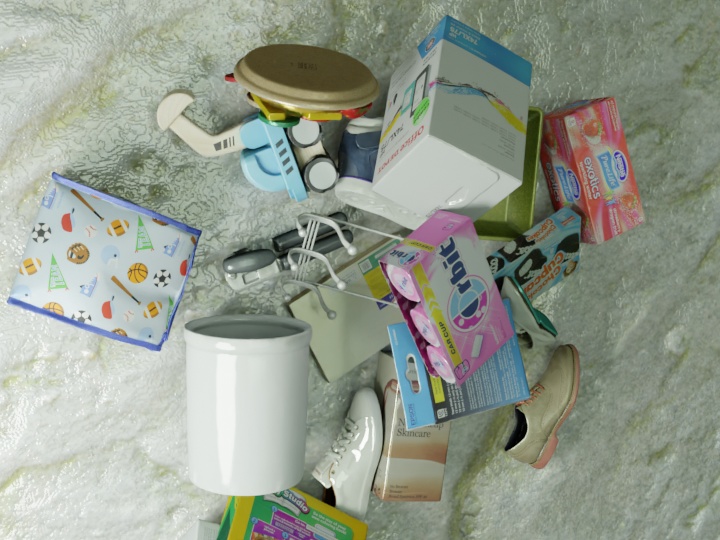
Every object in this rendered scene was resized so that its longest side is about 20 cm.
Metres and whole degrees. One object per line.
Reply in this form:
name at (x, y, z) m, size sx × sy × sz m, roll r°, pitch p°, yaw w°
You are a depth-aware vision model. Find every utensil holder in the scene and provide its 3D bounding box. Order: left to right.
utensil holder at (-0.148, 0.172, 1.234) m, size 0.167 × 0.170 × 0.204 m, roll -1°, pitch 97°, yaw -22°

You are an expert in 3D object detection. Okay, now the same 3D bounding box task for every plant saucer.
plant saucer at (0.168, -0.149, 1.391) m, size 0.196 × 0.048 × 0.204 m, roll 3°, pitch 94°, yaw -22°

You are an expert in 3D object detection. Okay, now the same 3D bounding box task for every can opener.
can opener at (-0.097, -0.025, 1.292) m, size 0.197 × 0.066 × 0.054 m, roll -23°, pitch 103°, yaw -23°

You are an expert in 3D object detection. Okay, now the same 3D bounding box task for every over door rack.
over door rack at (0.000, 0.000, 1.254) m, size 0.196 × 0.149 × 0.067 m, roll 6°, pitch 49°, yaw -13°

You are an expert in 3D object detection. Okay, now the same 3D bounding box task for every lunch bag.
lunch bag at (-0.314, -0.006, 1.172) m, size 0.197 × 0.124 × 0.173 m, roll 19°, pitch 88°, yaw -15°

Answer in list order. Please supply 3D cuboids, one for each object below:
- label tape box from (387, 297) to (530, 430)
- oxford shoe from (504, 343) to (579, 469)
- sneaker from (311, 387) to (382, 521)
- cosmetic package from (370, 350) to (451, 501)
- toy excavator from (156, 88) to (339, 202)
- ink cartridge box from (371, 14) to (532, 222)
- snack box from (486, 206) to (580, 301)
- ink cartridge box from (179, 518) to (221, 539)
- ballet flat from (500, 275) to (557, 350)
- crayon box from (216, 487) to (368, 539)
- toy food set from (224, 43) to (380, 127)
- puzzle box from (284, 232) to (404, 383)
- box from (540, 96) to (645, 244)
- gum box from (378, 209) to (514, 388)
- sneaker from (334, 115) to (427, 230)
label tape box at (0.127, 0.129, 1.303) m, size 0.197 × 0.066 × 0.146 m, roll -11°, pitch 86°, yaw -23°
oxford shoe at (0.285, 0.207, 1.468) m, size 0.074 × 0.070 × 0.204 m, roll 19°, pitch 87°, yaw -17°
sneaker at (-0.022, 0.267, 1.346) m, size 0.083 × 0.073 × 0.204 m, roll 7°, pitch 95°, yaw -25°
cosmetic package at (0.073, 0.227, 1.373) m, size 0.101 × 0.087 × 0.204 m, roll 4°, pitch 94°, yaw -21°
toy excavator at (-0.148, -0.168, 1.240) m, size 0.197 × 0.100 × 0.197 m, roll -22°, pitch 111°, yaw -3°
ink cartridge box at (0.120, -0.186, 1.220) m, size 0.144 × 0.146 × 0.203 m, roll 23°, pitch 56°, yaw -20°
snack box at (0.247, 0.000, 1.416) m, size 0.198 × 0.037 × 0.117 m, roll -32°, pitch 140°, yaw -16°
ink cartridge box at (-0.152, 0.442, 1.268) m, size 0.197 × 0.146 × 0.085 m, roll 22°, pitch 131°, yaw -22°
ballet flat at (0.239, 0.074, 1.400) m, size 0.070 × 0.069 × 0.200 m, roll -58°, pitch 144°, yaw -7°
crayon box at (-0.095, 0.382, 1.259) m, size 0.198 × 0.174 × 0.059 m, roll 30°, pitch 125°, yaw -13°
toy food set at (-0.072, -0.242, 1.209) m, size 0.194 × 0.201 × 0.049 m, roll -4°, pitch 124°, yaw -22°
puzzle box at (0.003, 0.053, 1.359) m, size 0.198 × 0.025 × 0.135 m, roll -32°, pitch 106°, yaw -16°
box at (0.351, -0.153, 1.440) m, size 0.101 × 0.094 × 0.203 m, roll -22°, pitch 104°, yaw -19°
gum box at (0.115, 0.041, 1.206) m, size 0.113 × 0.066 × 0.202 m, roll -39°, pitch 121°, yaw -23°
sneaker at (0.064, -0.146, 1.297) m, size 0.197 × 0.080 × 0.149 m, roll 17°, pitch 72°, yaw -15°
